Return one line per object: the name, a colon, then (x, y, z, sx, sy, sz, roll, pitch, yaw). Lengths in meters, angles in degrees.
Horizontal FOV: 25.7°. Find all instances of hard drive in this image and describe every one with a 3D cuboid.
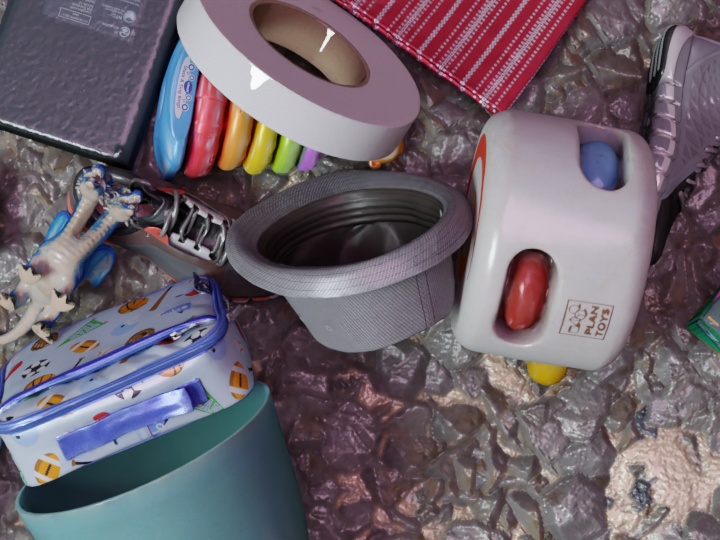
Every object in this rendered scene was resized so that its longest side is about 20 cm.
hard drive: (-0.220, -0.196, 1.283, 0.138, 0.033, 0.202, 18, 81, 4)

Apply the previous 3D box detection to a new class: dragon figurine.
dragon figurine: (-0.227, -0.004, 1.208, 0.059, 0.200, 0.100, 37, 52, -4)

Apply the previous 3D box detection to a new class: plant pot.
plant pot: (-0.127, 0.197, 1.152, 0.199, 0.201, 0.162, -24, 102, -4)

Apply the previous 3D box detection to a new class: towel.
towel: (0.074, -0.235, 1.299, 0.199, 0.022, 0.145, 36, 76, 3)

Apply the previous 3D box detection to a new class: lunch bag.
lunch bag: (-0.173, 0.078, 1.178, 0.198, 0.160, 0.076, -24, 109, 1)

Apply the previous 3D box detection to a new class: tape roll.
tape roll: (-0.046, -0.162, 1.210, 0.202, 0.203, 0.037, 37, 117, 4)

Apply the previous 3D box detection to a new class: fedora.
fedora: (0.000, 0.000, 1.185, 0.176, 0.199, 0.091, -33, 119, -33)

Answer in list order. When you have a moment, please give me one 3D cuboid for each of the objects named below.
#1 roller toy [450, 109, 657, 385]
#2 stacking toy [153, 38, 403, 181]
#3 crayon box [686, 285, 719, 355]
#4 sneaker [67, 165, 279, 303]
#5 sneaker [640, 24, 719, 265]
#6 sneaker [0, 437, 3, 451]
roller toy: (0.149, -0.019, 1.190, 0.138, 0.182, 0.202, 9, 82, -2)
stacking toy: (-0.060, -0.116, 1.253, 0.198, 0.110, 0.117, 11, 82, -11)
crayon box: (0.373, 0.060, 1.246, 0.200, 0.058, 0.119, 40, 83, 5)
sneaker: (-0.141, -0.029, 1.237, 0.198, 0.082, 0.078, 18, 81, 0)
sneaker: (0.280, -0.093, 1.261, 0.114, 0.075, 0.202, 13, 81, -2)
sneaker: (-0.329, 0.194, 1.202, 0.073, 0.082, 0.202, 10, 83, -1)
